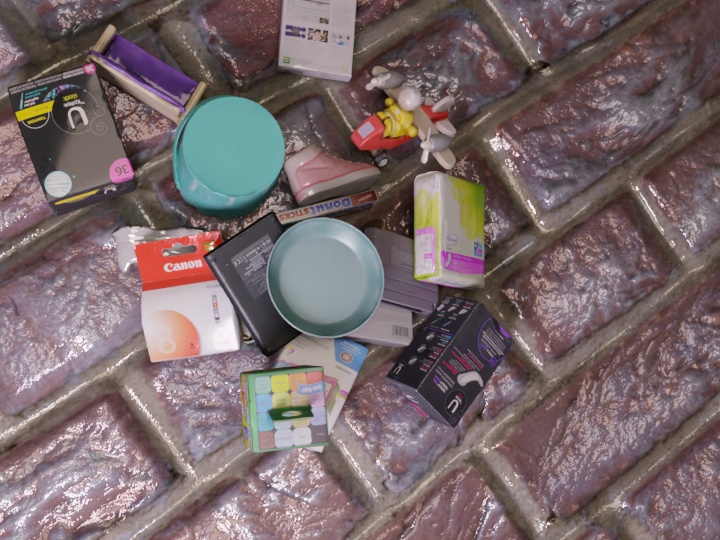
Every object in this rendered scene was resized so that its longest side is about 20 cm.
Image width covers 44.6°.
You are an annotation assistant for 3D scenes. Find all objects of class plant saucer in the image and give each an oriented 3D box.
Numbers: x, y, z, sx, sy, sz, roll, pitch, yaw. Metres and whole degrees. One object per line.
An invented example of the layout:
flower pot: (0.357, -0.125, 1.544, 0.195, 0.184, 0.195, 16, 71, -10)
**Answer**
plant saucer: (-0.060, 0.014, 1.450, 0.198, 0.036, 0.202, 3, 77, -15)

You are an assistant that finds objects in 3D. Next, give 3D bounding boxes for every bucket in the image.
bucket: (-0.229, -0.201, 1.542, 0.205, 0.135, 0.209, 2, 81, -15)

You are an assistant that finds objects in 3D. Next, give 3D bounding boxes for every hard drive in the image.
hard drive: (-0.152, 0.023, 1.468, 0.139, 0.033, 0.201, -35, 105, -18)

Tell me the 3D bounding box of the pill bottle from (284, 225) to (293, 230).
pill bottle: (-0.139, -0.017, 1.550, 0.198, 0.111, 0.112, -17, 86, -16)

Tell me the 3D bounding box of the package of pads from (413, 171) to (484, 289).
package of pads: (0.164, -0.073, 1.623, 0.154, 0.068, 0.202, 11, 76, -47)

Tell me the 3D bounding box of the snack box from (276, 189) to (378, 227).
snack box: (-0.070, -0.107, 1.600, 0.198, 0.072, 0.025, -15, 84, -15)

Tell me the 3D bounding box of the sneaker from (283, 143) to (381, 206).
sneaker: (-0.054, -0.187, 1.595, 0.199, 0.075, 0.105, -18, 73, -40)

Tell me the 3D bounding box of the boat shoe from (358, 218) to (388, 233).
boat shoe: (0.000, 0.000, 1.611, 0.067, 0.072, 0.201, 38, 72, -38)

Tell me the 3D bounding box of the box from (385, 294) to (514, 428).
box: (0.162, 0.161, 1.586, 0.122, 0.106, 0.200, 47, 72, -27)

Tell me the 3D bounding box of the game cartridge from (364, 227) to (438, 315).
game cartridge: (0.074, 0.003, 1.581, 0.199, 0.038, 0.131, 17, 64, -49)

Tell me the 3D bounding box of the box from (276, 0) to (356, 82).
box: (-0.081, -0.468, 1.670, 0.143, 0.036, 0.202, 6, 82, -13)

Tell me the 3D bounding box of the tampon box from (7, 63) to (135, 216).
tampon box: (-0.484, -0.218, 1.485, 0.149, 0.126, 0.202, -21, 88, -15)

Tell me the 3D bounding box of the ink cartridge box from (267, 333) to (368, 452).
ink cartridge box: (-0.094, 0.199, 1.544, 0.144, 0.085, 0.201, 27, 78, -8)

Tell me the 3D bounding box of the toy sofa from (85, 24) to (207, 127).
toy sofa: (-0.375, -0.343, 1.546, 0.199, 0.098, 0.083, 31, 76, -7)

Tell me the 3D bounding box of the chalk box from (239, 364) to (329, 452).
chalk box: (-0.120, 0.216, 1.388, 0.124, 0.200, 0.125, -3, 84, -13)

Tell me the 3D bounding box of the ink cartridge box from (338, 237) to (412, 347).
ink cartridge box: (0.019, 0.040, 1.561, 0.199, 0.043, 0.175, 14, 70, -50)

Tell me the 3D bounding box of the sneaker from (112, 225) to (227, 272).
sneaker: (-0.330, -0.035, 1.534, 0.198, 0.075, 0.088, -1, 91, -6)

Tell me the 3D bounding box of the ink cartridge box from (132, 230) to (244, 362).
ink cartridge box: (-0.293, 0.046, 1.478, 0.161, 0.050, 0.202, -8, 106, 7)

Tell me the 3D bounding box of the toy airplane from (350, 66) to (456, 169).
toy airplane: (0.096, -0.289, 1.631, 0.198, 0.142, 0.200, 15, 59, 2)

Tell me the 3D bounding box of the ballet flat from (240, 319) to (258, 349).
ballet flat: (-0.244, 0.059, 1.536, 0.200, 0.074, 0.074, 39, 75, -6)
